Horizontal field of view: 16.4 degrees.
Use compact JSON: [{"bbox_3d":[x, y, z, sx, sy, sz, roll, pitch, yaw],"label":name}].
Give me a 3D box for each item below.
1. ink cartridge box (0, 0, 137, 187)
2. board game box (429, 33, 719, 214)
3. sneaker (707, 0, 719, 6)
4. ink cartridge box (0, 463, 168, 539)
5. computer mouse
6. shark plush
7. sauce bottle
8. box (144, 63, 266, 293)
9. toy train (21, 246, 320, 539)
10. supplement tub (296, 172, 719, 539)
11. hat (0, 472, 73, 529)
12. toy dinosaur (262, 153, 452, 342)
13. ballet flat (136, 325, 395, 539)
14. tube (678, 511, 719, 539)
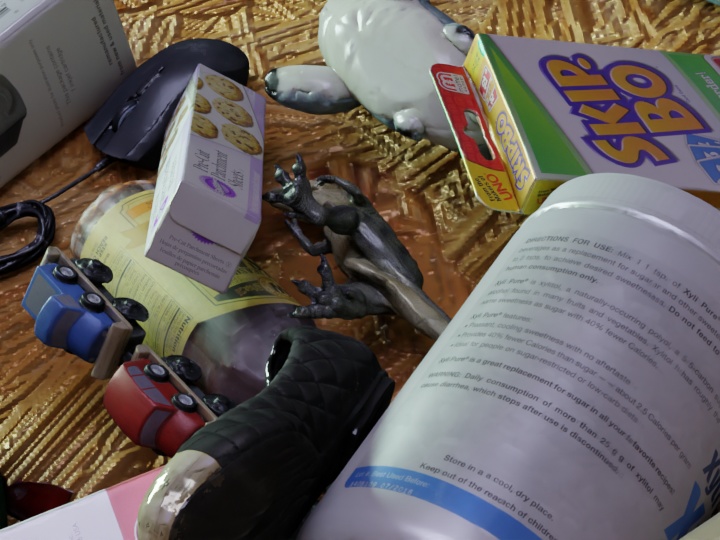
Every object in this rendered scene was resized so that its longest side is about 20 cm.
[{"bbox_3d":[-0.236,-0.096,1.265,0.200,0.086,0.147,-41,50,-21],"label":"ink cartridge box"},{"bbox_3d":[0.134,-0.059,1.101,0.200,0.030,0.096,1,44,-20],"label":"board game box"},{"bbox_3d":[0.141,-0.207,1.233,0.200,0.131,0.080,16,55,29],"label":"sneaker"},{"bbox_3d":[-0.132,0.164,0.964,0.200,0.068,0.117,-21,74,-3],"label":"ink cartridge box"},{"bbox_3d":[-0.137,-0.058,1.237,0.200,0.034,0.059,-39,50,-21],"label":"computer mouse"},{"bbox_3d":[0.052,-0.091,1.176,0.200,0.083,0.091,24,92,37],"label":"shark plush"},{"bbox_3d":[-0.055,0.031,1.108,0.066,0.066,0.200,-35,49,-18],"label":"sauce bottle"},{"bbox_3d":[-0.068,-0.045,1.135,0.041,0.039,0.200,25,16,-9],"label":"box"},{"bbox_3d":[-0.084,0.058,1.059,0.046,0.034,0.200,-10,45,-46],"label":"toy train"},{"bbox_3d":[0.076,0.073,0.981,0.132,0.132,0.200,19,55,30],"label":"supplement tub"},{"bbox_3d":[-0.171,0.132,1.074,0.166,0.176,0.200,-43,11,-27],"label":"hat"},{"bbox_3d":[0.000,0.000,1.106,0.047,0.088,0.200,-50,45,14],"label":"toy dinosaur"},{"bbox_3d":[-0.042,0.069,0.946,0.057,0.067,0.200,23,19,13],"label":"ballet flat"},{"bbox_3d":[0.181,0.095,0.956,0.058,0.052,0.200,20,42,39],"label":"tube"}]
